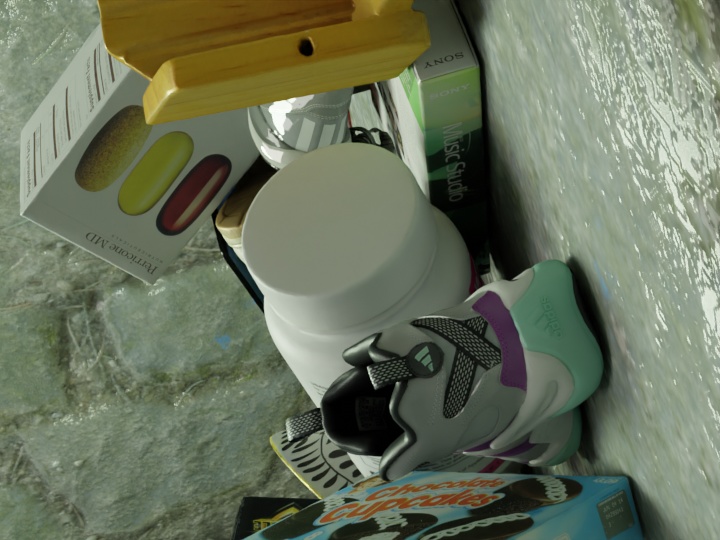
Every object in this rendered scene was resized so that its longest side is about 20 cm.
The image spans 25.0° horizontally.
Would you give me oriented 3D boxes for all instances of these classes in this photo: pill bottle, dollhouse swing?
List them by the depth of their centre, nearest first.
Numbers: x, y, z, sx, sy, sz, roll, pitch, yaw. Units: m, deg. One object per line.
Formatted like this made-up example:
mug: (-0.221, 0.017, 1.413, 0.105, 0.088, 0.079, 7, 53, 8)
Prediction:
dollhouse swing: (-0.055, -0.189, 0.717, 0.176, 0.180, 0.202, 30, -130, -83)
pill bottle: (0.016, 0.031, 0.870, 0.200, 0.113, 0.114, 60, -173, -50)

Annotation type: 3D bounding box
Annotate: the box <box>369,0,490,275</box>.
box: (0.032, -0.102, 0.887, 0.200, 0.036, 0.145, 76, 175, -60)

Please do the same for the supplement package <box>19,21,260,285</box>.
supplement package: (-0.130, -0.111, 1.092, 0.113, 0.200, 0.110, 29, -155, -28)

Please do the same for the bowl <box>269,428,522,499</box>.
bowl: (0.045, 0.136, 1.070, 0.200, 0.094, 0.201, 38, -179, -1)

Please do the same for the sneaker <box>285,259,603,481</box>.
sneaker: (0.033, 0.061, 0.768, 0.200, 0.139, 0.078, 82, 169, -67)

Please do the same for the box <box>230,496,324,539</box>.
box: (0.035, 0.196, 0.944, 0.160, 0.198, 0.046, 77, -162, -47)

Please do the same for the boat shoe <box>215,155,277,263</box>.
boat shoe: (-0.046, -0.045, 1.125, 0.070, 0.073, 0.200, 63, -157, -18)

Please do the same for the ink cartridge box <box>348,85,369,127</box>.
ink cartridge box: (-0.006, -0.156, 1.067, 0.200, 0.044, 0.178, 81, 174, -75)

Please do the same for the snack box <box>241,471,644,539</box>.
snack box: (0.026, 0.134, 0.775, 0.199, 0.116, 0.037, -9, 100, 56)

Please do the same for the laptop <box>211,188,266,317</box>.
laptop: (-0.028, -0.028, 1.205, 0.178, 0.198, 0.104, -109, 26, -47)

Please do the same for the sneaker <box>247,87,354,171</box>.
sneaker: (-0.044, -0.162, 0.921, 0.201, 0.074, 0.116, 63, 153, 26)

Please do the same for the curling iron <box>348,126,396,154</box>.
curling iron: (0.000, 0.000, 0.987, 0.050, 0.025, 0.201, -128, 34, -50)
